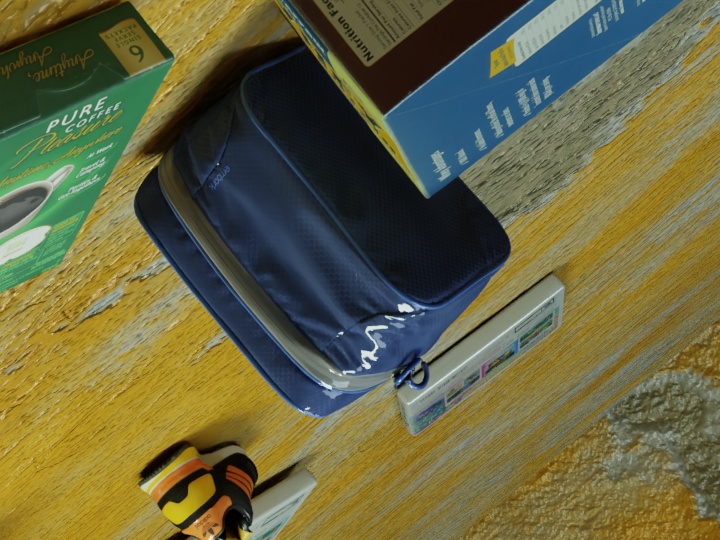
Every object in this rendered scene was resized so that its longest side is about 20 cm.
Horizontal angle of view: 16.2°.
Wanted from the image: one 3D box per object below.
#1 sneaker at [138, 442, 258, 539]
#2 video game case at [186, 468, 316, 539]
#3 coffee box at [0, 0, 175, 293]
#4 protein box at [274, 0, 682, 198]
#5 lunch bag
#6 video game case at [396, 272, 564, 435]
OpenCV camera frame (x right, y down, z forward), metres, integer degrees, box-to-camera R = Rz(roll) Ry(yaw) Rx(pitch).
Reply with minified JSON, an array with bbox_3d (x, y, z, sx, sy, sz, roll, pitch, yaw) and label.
[{"bbox_3d":[-0.123,0.203,2.177,0.070,0.090,0.200,-39,167,8],"label":"sneaker"},{"bbox_3d":[-0.150,0.285,2.509,0.200,0.024,0.182,-29,165,-35],"label":"video game case"},{"bbox_3d":[-0.179,-0.046,1.277,0.123,0.044,0.200,-29,165,-36],"label":"coffee box"},{"bbox_3d":[0.062,-0.165,1.299,0.200,0.135,0.199,-38,167,1],"label":"protein box"},{"bbox_3d":[-0.022,-0.014,1.459,0.132,0.200,0.136,-43,171,35],"label":"lunch bag"},{"bbox_3d":[0.124,0.088,2.588,0.200,0.024,0.182,-37,167,-6],"label":"video game case"}]
